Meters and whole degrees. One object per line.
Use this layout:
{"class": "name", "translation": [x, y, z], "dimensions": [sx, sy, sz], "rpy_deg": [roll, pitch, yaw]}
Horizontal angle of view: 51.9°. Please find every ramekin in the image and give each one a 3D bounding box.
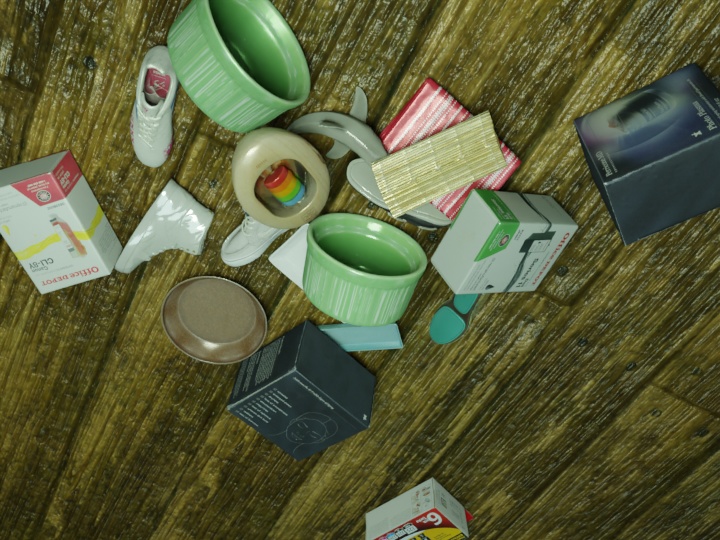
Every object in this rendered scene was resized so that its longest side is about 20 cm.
{"class": "ramekin", "translation": [0.000, 0.000, 1.184], "dimensions": [0.194, 0.202, 0.100], "rpy_deg": [13, 118, -8]}
{"class": "ramekin", "translation": [-0.168, -0.290, 1.013], "dimensions": [0.096, 0.203, 0.200], "rpy_deg": [-28, 120, 29]}

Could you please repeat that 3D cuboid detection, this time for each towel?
{"class": "towel", "translation": [0.132, -0.179, 1.148], "dimensions": [0.199, 0.023, 0.145], "rpy_deg": [39, 108, -9]}

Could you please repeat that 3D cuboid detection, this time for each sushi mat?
{"class": "sushi mat", "translation": [0.119, -0.158, 1.117], "dimensions": [0.196, 0.012, 0.097], "rpy_deg": [-24, 120, 5]}

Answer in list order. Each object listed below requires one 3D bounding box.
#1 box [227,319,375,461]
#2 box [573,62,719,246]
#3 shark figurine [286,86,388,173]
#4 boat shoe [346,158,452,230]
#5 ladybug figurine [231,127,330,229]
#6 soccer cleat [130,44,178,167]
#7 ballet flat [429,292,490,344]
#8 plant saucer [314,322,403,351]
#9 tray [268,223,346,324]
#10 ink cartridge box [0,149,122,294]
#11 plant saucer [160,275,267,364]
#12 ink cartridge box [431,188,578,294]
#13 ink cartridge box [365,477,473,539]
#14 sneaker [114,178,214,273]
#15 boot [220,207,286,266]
{"class": "box", "translation": [-0.108, 0.230, 1.390], "dimensions": [0.194, 0.126, 0.199], "rpy_deg": [-30, 121, 33]}
{"class": "box", "translation": [0.434, -0.171, 1.072], "dimensions": [0.195, 0.202, 0.124], "rpy_deg": [-24, 122, 17]}
{"class": "shark figurine", "translation": [-0.063, -0.208, 1.120], "dimensions": [0.208, 0.089, 0.132], "rpy_deg": [1, 103, 16]}
{"class": "boat shoe", "translation": [0.062, -0.119, 1.198], "dimensions": [0.195, 0.076, 0.060], "rpy_deg": [17, 160, -15]}
{"class": "ladybug figurine", "translation": [-0.118, -0.136, 1.072], "dimensions": [0.135, 0.072, 0.200], "rpy_deg": [-38, 145, 1]}
{"class": "soccer cleat", "translation": [-0.316, -0.236, 1.115], "dimensions": [0.068, 0.087, 0.204], "rpy_deg": [13, 124, -8]}
{"class": "ballet flat", "translation": [0.185, 0.062, 1.319], "dimensions": [0.069, 0.072, 0.202], "rpy_deg": [15, 140, -9]}
{"class": "plant saucer", "translation": [-0.020, 0.123, 1.376], "dimensions": [0.194, 0.019, 0.071], "rpy_deg": [-4, 136, 15]}
{"class": "tray", "translation": [-0.058, 0.004, 1.313], "dimensions": [0.107, 0.022, 0.199], "rpy_deg": [-38, 116, 25]}
{"class": "ink cartridge box", "translation": [-0.509, -0.077, 1.231], "dimensions": [0.141, 0.084, 0.203], "rpy_deg": [-14, 123, 11]}
{"class": "plant saucer", "translation": [-0.267, 0.085, 1.365], "dimensions": [0.194, 0.037, 0.205], "rpy_deg": [1, 125, 1]}
{"class": "ink cartridge box", "translation": [0.232, -0.044, 1.182], "dimensions": [0.196, 0.084, 0.149], "rpy_deg": [-2, 133, -38]}
{"class": "ink cartridge box", "translation": [0.138, 0.585, 1.669], "dimensions": [0.198, 0.085, 0.176], "rpy_deg": [-35, 118, 22]}
{"class": "sneaker", "translation": [-0.328, -0.045, 1.255], "dimensions": [0.114, 0.074, 0.200], "rpy_deg": [35, 117, -17]}
{"class": "boot", "translation": [-0.171, -0.087, 1.206], "dimensions": [0.198, 0.075, 0.095], "rpy_deg": [-35, 147, 14]}
